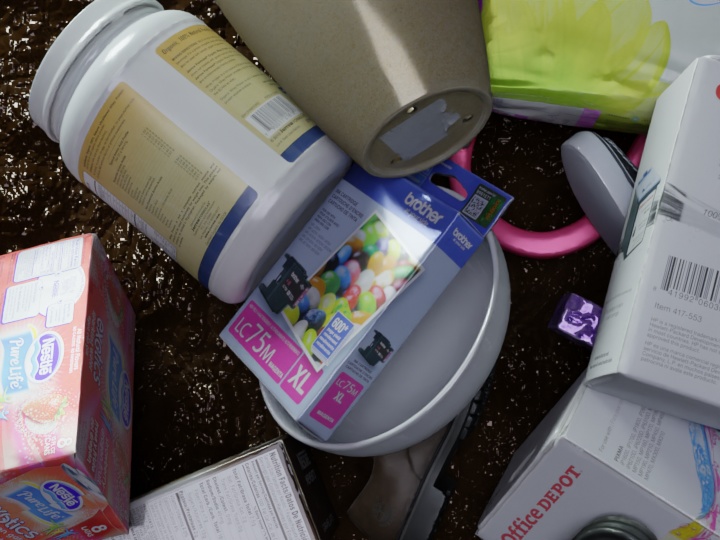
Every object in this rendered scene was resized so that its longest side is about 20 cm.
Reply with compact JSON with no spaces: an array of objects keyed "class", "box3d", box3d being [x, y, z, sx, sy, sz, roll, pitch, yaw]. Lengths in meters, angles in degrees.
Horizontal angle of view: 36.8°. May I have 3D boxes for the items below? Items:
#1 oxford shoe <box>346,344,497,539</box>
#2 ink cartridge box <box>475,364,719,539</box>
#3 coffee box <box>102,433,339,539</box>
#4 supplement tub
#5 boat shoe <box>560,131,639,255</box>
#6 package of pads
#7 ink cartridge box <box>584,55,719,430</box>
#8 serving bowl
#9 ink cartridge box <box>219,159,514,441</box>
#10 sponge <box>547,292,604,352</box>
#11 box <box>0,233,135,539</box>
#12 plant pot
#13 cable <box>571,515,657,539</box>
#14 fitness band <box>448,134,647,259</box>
[{"class":"oxford shoe","box3d":[0.045,0.101,0.782,0.084,0.073,0.202,23,85,15]},{"class":"ink cartridge box","box3d":[0.198,0.172,0.721,0.199,0.148,0.086,34,48,6]},{"class":"coffee box","box3d":[-0.123,0.189,0.767,0.198,0.114,0.081,-23,85,1]},{"class":"supplement tub","box3d":[-0.120,-0.091,0.769,0.199,0.144,0.145,40,90,6]},{"class":"boat shoe","box3d":[0.216,-0.028,0.755,0.068,0.072,0.200,-41,106,-3]},{"class":"package of pads","box3d":[0.178,-0.176,0.755,0.197,0.068,0.157,7,88,3]},{"class":"ink cartridge box","box3d":[0.237,-0.007,0.661,0.145,0.086,0.202,18,78,0]},{"class":"serving bowl","box3d":[0.024,0.041,0.755,0.198,0.066,0.202,-23,48,28]},{"class":"ink cartridge box","box3d":[0.000,0.000,0.729,0.201,0.042,0.119,-50,42,-2]},{"class":"sponge","box3d":[0.223,0.075,0.748,0.198,0.112,0.030,29,90,6]},{"class":"box","box3d":[-0.215,0.082,0.738,0.101,0.095,0.201,-14,44,3]},{"class":"plant pot","box3d":[0.003,-0.169,0.718,0.186,0.188,0.202,-25,68,2]},{"class":"cable","box3d":[0.127,0.209,0.728,0.097,0.050,0.201,40,130,18]},{"class":"fitness band","box3d":[0.150,-0.107,0.803,0.143,0.037,0.201,32,90,5]}]
